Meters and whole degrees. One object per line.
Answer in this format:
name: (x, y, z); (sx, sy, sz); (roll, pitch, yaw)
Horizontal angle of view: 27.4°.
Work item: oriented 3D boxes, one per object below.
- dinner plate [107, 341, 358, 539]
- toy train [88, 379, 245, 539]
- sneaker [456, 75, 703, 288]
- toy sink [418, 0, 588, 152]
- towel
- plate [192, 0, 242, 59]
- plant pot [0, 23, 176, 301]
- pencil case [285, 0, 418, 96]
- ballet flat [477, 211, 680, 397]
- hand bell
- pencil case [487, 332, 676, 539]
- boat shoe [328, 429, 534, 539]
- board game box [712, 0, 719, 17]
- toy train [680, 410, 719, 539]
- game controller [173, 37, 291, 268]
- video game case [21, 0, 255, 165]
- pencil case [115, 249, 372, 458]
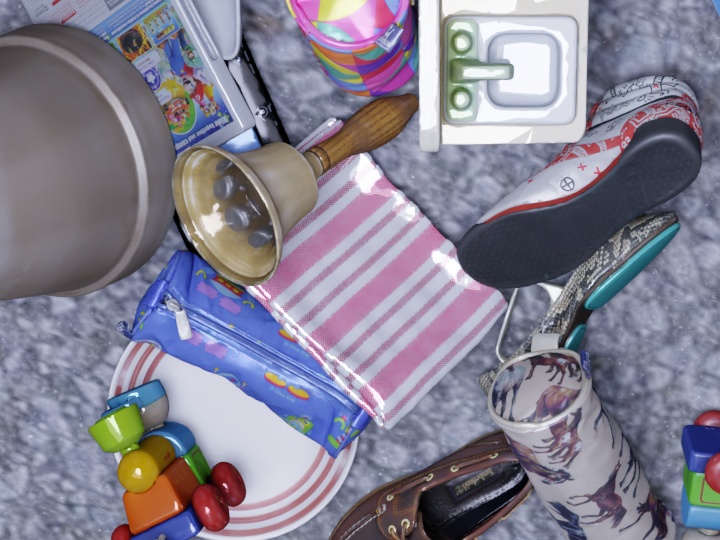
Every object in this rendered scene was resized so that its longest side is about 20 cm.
dinner plate: (-0.099, 0.115, 1.161); (0.199, 0.024, 0.202); (0, 101, 3)
toy train: (-0.155, 0.148, 1.053); (0.084, 0.200, 0.116); (-27, 92, 7)
sneaker: (0.163, -0.066, 1.081); (0.201, 0.108, 0.067); (-32, 112, 31)
toy sink: (0.097, -0.155, 1.010); (0.111, 0.200, 0.131); (0, 100, 4)
towel: (0.000, 0.000, 1.082); (0.200, 0.030, 0.146); (46, 63, 1)
plate: (-0.154, -0.263, 1.043); (0.199, 0.032, 0.201); (17, 115, 31)
plant pot: (-0.256, -0.057, 1.031); (0.199, 0.173, 0.201); (11, 114, 25)
pencil case: (0.002, -0.173, 1.012); (0.088, 0.200, 0.089); (0, 88, 2)
ballet flat: (0.154, 0.021, 1.113); (0.075, 0.068, 0.201); (39, 103, 19)
hand bell: (-0.027, -0.079, 1.053); (0.104, 0.200, 0.105); (27, 134, 33)
pencil case: (0.166, 0.141, 1.085); (0.077, 0.090, 0.200); (1, 137, 39)
boat shoe: (0.052, 0.190, 1.142); (0.200, 0.070, 0.071); (-37, 97, 10)
board game box: (0.341, -0.188, 1.073); (0.157, 0.039, 0.201); (-29, 102, 3)
toy train: (0.340, 0.181, 1.121); (0.198, 0.085, 0.117); (5, 111, 2)
game controller: (-0.112, -0.102, 1.113); (0.104, 0.042, 0.201); (-23, 99, 7)
video game case: (-0.170, -0.166, 1.058); (0.143, 0.018, 0.201); (-23, 97, 41)
pencil case: (-0.076, 0.061, 1.095); (0.199, 0.087, 0.078); (31, 90, -4)
